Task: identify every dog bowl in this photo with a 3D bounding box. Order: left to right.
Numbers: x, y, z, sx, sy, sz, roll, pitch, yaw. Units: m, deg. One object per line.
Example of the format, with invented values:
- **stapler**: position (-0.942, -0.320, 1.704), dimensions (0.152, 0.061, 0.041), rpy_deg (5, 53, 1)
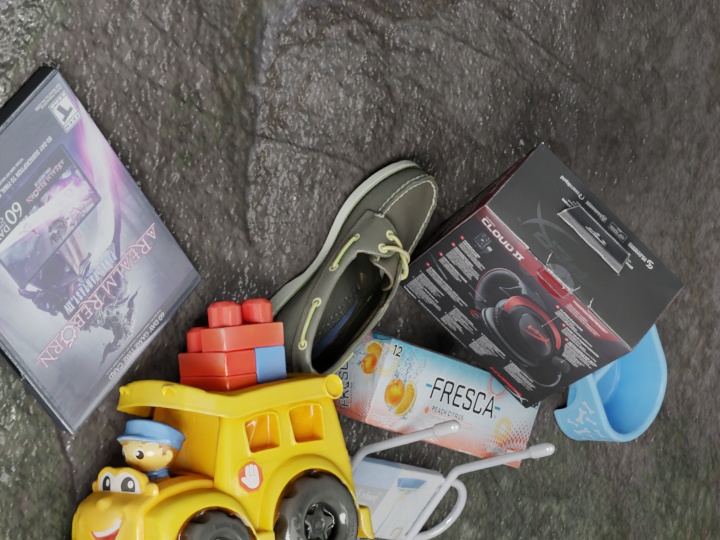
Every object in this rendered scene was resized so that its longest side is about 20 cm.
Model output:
- **dog bowl**: position (0.205, 0.063, 1.691), dimensions (0.111, 0.049, 0.201), rpy_deg (-43, 130, -29)

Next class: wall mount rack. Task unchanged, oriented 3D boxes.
- **wall mount rack**: position (0.044, 0.171, 1.509), dimensions (0.200, 0.075, 0.174), rpy_deg (16, 114, -47)

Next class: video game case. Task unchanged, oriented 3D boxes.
- **video game case**: position (-0.194, -0.010, 1.279), dimensions (0.143, 0.019, 0.200), rpy_deg (-51, 132, -23)

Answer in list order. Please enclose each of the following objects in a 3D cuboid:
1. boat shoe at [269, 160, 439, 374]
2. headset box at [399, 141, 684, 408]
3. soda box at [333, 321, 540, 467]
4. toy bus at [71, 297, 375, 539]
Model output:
- **boat shoe**: position (0.001, 0.002, 1.453), dimensions (0.202, 0.060, 0.072), rpy_deg (-51, 132, -23)
- **headset box**: position (0.131, 0.005, 1.454), dimensions (0.149, 0.200, 0.075), rpy_deg (44, 64, -2)
- **soda box**: position (0.053, 0.097, 1.533), dimensions (0.200, 0.063, 0.069), rpy_deg (22, 86, -48)
- **toy bus**: position (-0.103, 0.119, 1.341), dimensions (0.199, 0.135, 0.193), rpy_deg (-10, 95, -41)
